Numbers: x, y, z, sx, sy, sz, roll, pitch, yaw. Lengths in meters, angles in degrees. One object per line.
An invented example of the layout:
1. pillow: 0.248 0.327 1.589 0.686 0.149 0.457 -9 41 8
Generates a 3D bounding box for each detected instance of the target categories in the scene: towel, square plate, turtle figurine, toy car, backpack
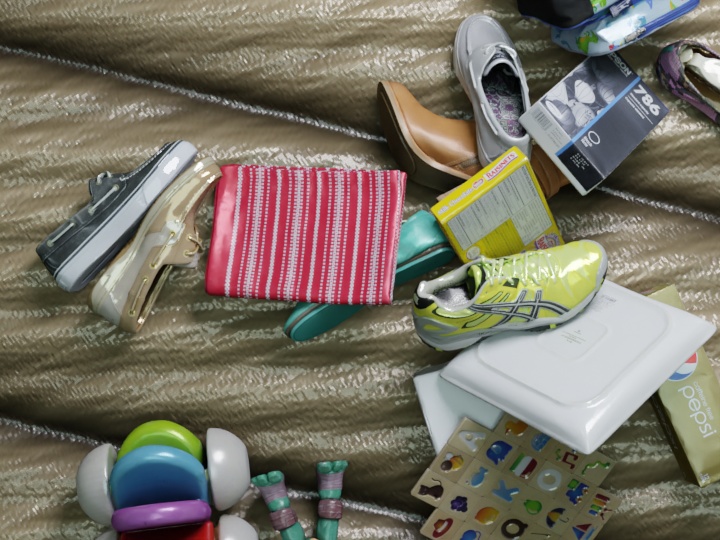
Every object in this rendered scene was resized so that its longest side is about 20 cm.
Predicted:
1. towel: -0.058 -0.039 1.437 0.199 0.022 0.146 3 74 15
2. square plate: 0.206 0.072 1.374 0.198 0.200 0.029 -39 132 -24
3. turtle figurine: -0.044 0.299 1.431 0.149 0.101 0.201 -5 73 -28
4. toy car: -0.195 0.252 1.408 0.174 0.150 0.201 -7 89 0
5. backpack: 0.257 -0.309 1.406 0.199 0.183 0.147 -31 110 -5

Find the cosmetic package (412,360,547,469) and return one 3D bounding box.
1. cosmetic package: 0.161 0.124 1.450 0.199 0.074 0.102 -16 90 2

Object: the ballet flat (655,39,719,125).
1. ballet flat: 0.395 -0.173 1.454 0.199 0.071 0.069 32 88 0

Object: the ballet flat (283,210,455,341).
1. ballet flat: 0.000 0.000 1.462 0.199 0.067 0.071 -29 66 -1

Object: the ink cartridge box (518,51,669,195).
1. ink cartridge box: 0.242 -0.161 1.407 0.100 0.039 0.200 48 45 -1

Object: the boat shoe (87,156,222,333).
1. boat shoe: -0.195 -0.023 1.451 0.069 0.074 0.200 38 99 6

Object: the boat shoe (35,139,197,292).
1. boat shoe: -0.254 -0.069 1.451 0.071 0.072 0.200 44 88 3

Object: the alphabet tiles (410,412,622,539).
1. alphabet tiles: 0.159 0.229 1.436 0.199 0.006 0.167 28 107 -18

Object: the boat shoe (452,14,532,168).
1. boat shoe: 0.135 -0.189 1.416 0.072 0.069 0.201 4 56 -7

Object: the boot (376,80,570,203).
1. boot: 0.118 -0.136 1.459 0.154 0.074 0.201 -28 76 -13

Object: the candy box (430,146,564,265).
1. candy box: 0.141 -0.036 1.398 0.102 0.200 0.026 -38 57 -2

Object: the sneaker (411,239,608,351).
1. sneaker: 0.144 0.018 1.368 0.199 0.077 0.076 -22 56 2

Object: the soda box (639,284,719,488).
1. soda box: 0.327 0.117 1.451 0.064 0.068 0.201 -25 89 -1
